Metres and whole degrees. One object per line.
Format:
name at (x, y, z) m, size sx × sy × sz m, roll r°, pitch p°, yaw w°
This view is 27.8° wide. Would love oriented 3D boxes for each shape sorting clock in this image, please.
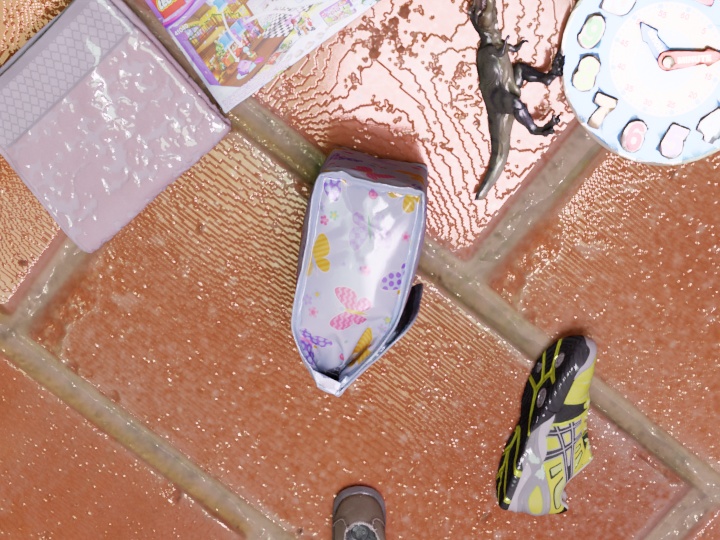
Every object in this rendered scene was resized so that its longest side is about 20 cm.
shape sorting clock at (0.285, -0.196, 1.358) m, size 0.197 × 0.039 × 0.203 m, roll 2°, pitch 104°, yaw 8°

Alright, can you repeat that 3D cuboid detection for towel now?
towel at (-0.253, -0.144, 1.382) m, size 0.199 × 0.032 × 0.191 m, roll -38°, pitch 101°, yaw 20°

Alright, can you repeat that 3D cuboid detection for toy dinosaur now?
toy dinosaur at (0.146, -0.165, 1.373) m, size 0.087 × 0.047 × 0.203 m, roll 3°, pitch 107°, yaw 24°

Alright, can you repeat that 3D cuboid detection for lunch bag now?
lunch bag at (0.000, 0.000, 1.358) m, size 0.126 × 0.170 × 0.202 m, roll 14°, pitch 102°, yaw 0°

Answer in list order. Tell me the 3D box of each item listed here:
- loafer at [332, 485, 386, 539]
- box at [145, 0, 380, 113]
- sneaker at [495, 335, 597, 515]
loafer at (-0.002, 0.326, 1.494) m, size 0.074 × 0.070 × 0.203 m, roll -5°, pitch 104°, yaw 3°
box at (-0.086, -0.261, 1.358) m, size 0.199 × 0.039 × 0.137 m, roll -34°, pitch 102°, yaw 10°
sneaker at (0.199, 0.154, 1.451) m, size 0.076 × 0.076 × 0.202 m, roll 15°, pitch 115°, yaw -10°
